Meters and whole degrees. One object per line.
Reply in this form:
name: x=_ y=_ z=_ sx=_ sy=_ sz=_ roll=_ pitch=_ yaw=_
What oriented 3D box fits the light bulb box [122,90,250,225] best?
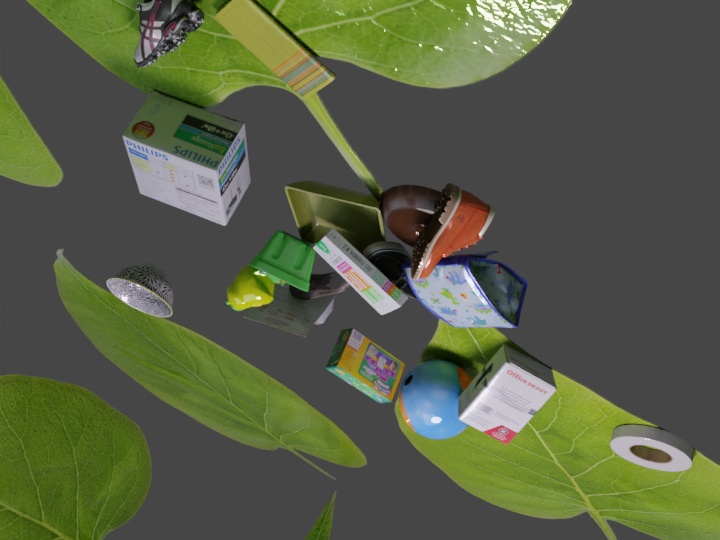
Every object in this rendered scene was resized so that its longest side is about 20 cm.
light bulb box: x=-0.330 y=-0.214 z=1.598 sx=0.198 sy=0.125 sz=0.200 roll=21 pitch=153 yaw=6

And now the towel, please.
towel: x=-0.133 y=-0.355 z=1.306 sx=0.200 sy=0.018 sz=0.086 roll=38 pitch=144 yaw=-26

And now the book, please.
book: x=0.000 y=0.000 z=1.641 sx=0.200 sy=0.048 sz=0.134 roll=43 pitch=167 yaw=-4

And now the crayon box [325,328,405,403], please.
crayon box: x=0.016 y=0.256 z=2.204 sx=0.200 sy=0.119 sz=0.058 roll=36 pitch=151 yaw=-24

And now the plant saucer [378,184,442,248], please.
plant saucer: x=0.124 y=-0.088 z=1.576 sx=0.200 sy=0.037 sz=0.200 roll=19 pitch=153 yaw=10

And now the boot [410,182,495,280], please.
boot: x=0.164 y=-0.053 z=1.494 sx=0.107 sy=0.075 sz=0.200 roll=19 pitch=122 yaw=-17

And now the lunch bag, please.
lunch bag: x=0.203 y=0.027 z=1.624 sx=0.170 sy=0.128 sz=0.200 roll=-6 pitch=151 yaw=45

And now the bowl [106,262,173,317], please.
bowl: x=-0.601 y=0.040 z=2.319 sx=0.201 sy=0.094 sz=0.201 roll=18 pitch=153 yaw=9

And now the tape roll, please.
tape roll: x=0.737 y=0.451 z=2.089 sx=0.203 sy=0.037 sz=0.203 roll=19 pitch=154 yaw=9

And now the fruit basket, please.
fruit basket: x=-0.189 y=0.015 z=1.775 sx=0.155 sy=0.216 sz=0.216 roll=26 pitch=154 yaw=-5

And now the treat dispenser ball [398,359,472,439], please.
treat dispenser ball: x=0.198 y=0.328 z=2.102 sx=0.201 sy=0.201 sz=0.201 roll=18 pitch=153 yaw=10

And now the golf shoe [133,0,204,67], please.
golf shoe: x=-0.324 y=-0.398 z=1.335 sx=0.200 sy=0.077 sz=0.088 roll=-20 pitch=111 yaw=51

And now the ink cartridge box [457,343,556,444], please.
ink cartridge box: x=0.344 y=0.292 z=1.947 sx=0.144 sy=0.084 sz=0.200 roll=29 pitch=117 yaw=-12

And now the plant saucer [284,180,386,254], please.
plant saucer: x=-0.036 y=-0.107 z=1.652 sx=0.200 sy=0.048 sz=0.200 roll=15 pitch=153 yaw=16

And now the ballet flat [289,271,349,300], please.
ballet flat: x=-0.094 y=0.033 z=1.956 sx=0.200 sy=0.067 sz=0.046 roll=-11 pitch=171 yaw=44

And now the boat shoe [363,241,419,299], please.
boat shoe: x=0.081 y=0.002 z=1.663 sx=0.072 sy=0.071 sz=0.200 roll=-32 pitch=145 yaw=24

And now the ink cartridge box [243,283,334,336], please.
ink cartridge box: x=-0.169 y=0.101 z=1.986 sx=0.162 sy=0.200 sz=0.050 roll=17 pitch=124 yaw=11
